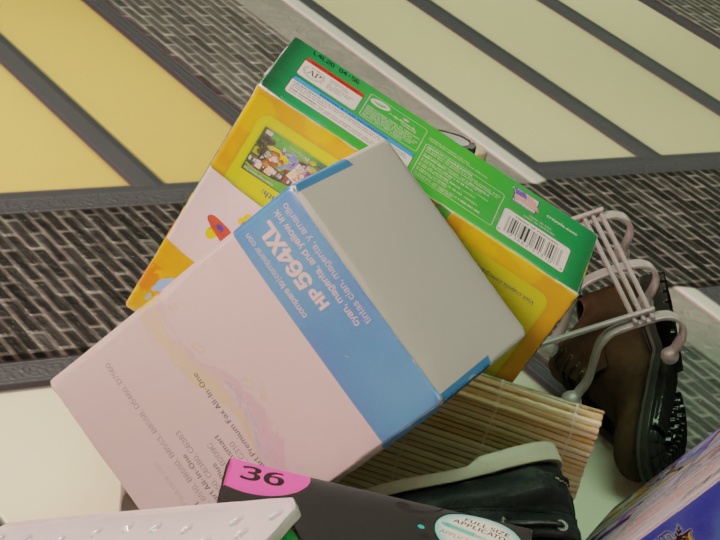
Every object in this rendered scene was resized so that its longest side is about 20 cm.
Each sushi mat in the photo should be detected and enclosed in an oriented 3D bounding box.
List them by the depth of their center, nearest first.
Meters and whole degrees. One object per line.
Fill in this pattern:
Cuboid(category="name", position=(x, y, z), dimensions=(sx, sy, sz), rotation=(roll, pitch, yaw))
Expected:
Cuboid(category="sushi mat", position=(0.023, 0.086, 1.166), dimensions=(0.199, 0.096, 0.012), rotation=(17, 28, 7))

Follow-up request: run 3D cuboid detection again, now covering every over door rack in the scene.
Cuboid(category="over door rack", position=(0.091, 0.029, 1.365), dimensions=(0.199, 0.067, 0.148), rotation=(-8, 29, -5))

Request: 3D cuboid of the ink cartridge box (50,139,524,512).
Cuboid(category="ink cartridge box", position=(-0.045, 0.050, 1.083), dimensions=(0.125, 0.200, 0.128), rotation=(54, 26, 2))

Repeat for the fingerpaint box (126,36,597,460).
Cuboid(category="fingerpaint box", position=(0.000, 0.000, 1.180), dimensions=(0.199, 0.167, 0.073), rotation=(32, 32, -2))

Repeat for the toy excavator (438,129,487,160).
Cuboid(category="toy excavator", position=(0.026, -0.070, 1.580), dimensions=(0.193, 0.100, 0.200), rotation=(5, 17, -21))

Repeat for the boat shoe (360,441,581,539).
Cuboid(category="boat shoe", position=(0.026, 0.145, 1.082), dimensions=(0.199, 0.075, 0.066), rotation=(-12, 65, -32))

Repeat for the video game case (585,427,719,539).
Cuboid(category="video game case", position=(0.182, 0.123, 1.124), dimensions=(0.045, 0.200, 0.181), rotation=(50, 32, 3))

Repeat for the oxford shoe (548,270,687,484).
Cuboid(category="oxford shoe", position=(0.164, 0.076, 1.381), dimensions=(0.084, 0.073, 0.200), rotation=(-10, 27, 9))

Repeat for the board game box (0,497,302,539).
Cuboid(category="board game box", position=(-0.141, 0.166, 0.867), dimensions=(0.199, 0.026, 0.200), rotation=(-10, 25, 42))

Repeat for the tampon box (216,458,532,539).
Cuboid(category="tampon box", position=(-0.012, 0.195, 0.940), dimensions=(0.149, 0.127, 0.200), rotation=(14, 25, -1))

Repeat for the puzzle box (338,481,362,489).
Cuboid(category="puzzle box", position=(-0.011, 0.152, 1.155), dimensions=(0.132, 0.026, 0.200), rotation=(12, 24, -4))
